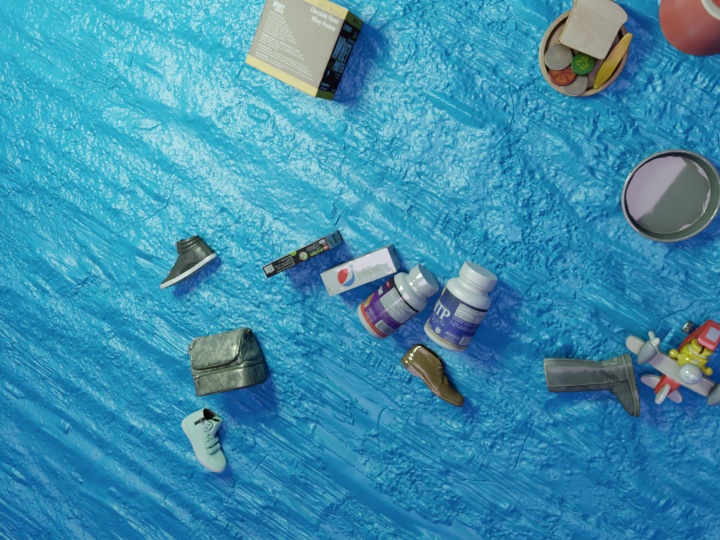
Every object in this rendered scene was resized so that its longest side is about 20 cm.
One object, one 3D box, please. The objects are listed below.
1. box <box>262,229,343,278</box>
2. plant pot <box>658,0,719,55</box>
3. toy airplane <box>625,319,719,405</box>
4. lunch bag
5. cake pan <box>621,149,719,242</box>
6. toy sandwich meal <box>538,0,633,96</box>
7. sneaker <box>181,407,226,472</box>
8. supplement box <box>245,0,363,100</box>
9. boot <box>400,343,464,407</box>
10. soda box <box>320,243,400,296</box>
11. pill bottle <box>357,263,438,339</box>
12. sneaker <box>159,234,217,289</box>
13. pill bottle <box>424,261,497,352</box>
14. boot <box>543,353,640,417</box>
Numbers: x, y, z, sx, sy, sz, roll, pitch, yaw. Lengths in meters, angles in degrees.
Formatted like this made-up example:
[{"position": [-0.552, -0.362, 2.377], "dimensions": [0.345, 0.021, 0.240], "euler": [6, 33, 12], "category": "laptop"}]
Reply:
[{"position": [-0.150, -0.044, 1.424], "dimensions": [0.199, 0.110, 0.035], "euler": [-24, 96, 20], "category": "box"}, {"position": [0.695, -0.528, 1.032], "dimensions": [0.198, 0.177, 0.203], "euler": [4, 103, 16], "category": "plant pot"}, {"position": [0.720, 0.223, 1.214], "dimensions": [0.198, 0.141, 0.201], "euler": [-15, 94, 25], "category": "toy airplane"}, {"position": [-0.385, 0.259, 1.554], "dimensions": [0.198, 0.139, 0.170], "euler": [-14, 82, 18], "category": "lunch bag"}, {"position": [0.679, -0.164, 1.194], "dimensions": [0.198, 0.037, 0.203], "euler": [4, 103, 16], "category": "cake pan"}, {"position": [0.483, -0.477, 1.161], "dimensions": [0.203, 0.070, 0.208], "euler": [4, 103, 15], "category": "toy sandwich meal"}, {"position": [-0.453, 0.515, 1.656], "dimensions": [0.118, 0.074, 0.201], "euler": [-36, 88, 27], "category": "sneaker"}, {"position": [-0.131, -0.543, 1.290], "dimensions": [0.196, 0.133, 0.201], "euler": [28, 109, 8], "category": "supplement box"}, {"position": [0.203, 0.274, 1.420], "dimensions": [0.200, 0.074, 0.076], "euler": [40, 100, 6], "category": "boot"}, {"position": [0.000, 0.000, 1.415], "dimensions": [0.198, 0.064, 0.069], "euler": [-21, 96, 20], "category": "soda box"}, {"position": [0.098, 0.076, 1.378], "dimensions": [0.200, 0.111, 0.112], "euler": [-40, 90, 20], "category": "pill bottle"}, {"position": [-0.511, -0.029, 1.556], "dimensions": [0.199, 0.071, 0.100], "euler": [-32, 91, 14], "category": "sneaker"}, {"position": [0.250, 0.086, 1.332], "dimensions": [0.119, 0.120, 0.201], "euler": [28, 108, 8], "category": "pill bottle"}, {"position": [0.558, 0.282, 1.314], "dimensions": [0.198, 0.073, 0.184], "euler": [-14, 103, 19], "category": "boot"}]
